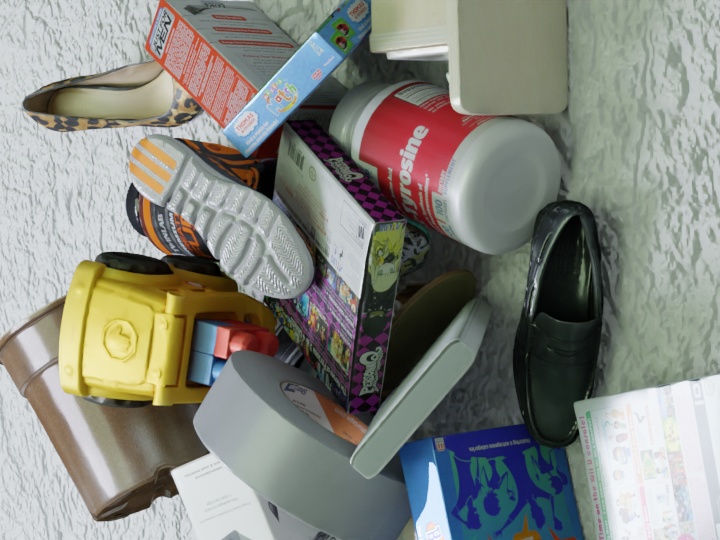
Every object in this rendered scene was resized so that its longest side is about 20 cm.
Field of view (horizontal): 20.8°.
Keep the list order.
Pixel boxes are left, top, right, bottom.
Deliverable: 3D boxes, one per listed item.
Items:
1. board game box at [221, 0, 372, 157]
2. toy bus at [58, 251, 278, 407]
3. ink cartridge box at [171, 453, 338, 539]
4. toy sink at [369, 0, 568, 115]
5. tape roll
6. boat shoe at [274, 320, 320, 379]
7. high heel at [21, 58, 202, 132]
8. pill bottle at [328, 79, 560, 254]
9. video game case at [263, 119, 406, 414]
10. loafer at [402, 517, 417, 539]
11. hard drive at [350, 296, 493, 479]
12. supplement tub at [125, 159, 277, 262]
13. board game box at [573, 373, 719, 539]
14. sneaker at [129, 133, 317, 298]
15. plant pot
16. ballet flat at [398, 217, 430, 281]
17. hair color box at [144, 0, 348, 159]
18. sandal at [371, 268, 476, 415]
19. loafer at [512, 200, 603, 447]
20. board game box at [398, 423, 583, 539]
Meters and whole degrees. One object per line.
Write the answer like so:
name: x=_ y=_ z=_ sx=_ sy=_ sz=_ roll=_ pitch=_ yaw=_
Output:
board game box: x=-0.025 y=-0.195 z=1.687 sx=0.037 sy=0.200 sz=0.151 roll=44 pitch=132 yaw=-4
toy bus: x=-0.144 y=0.062 z=1.776 sx=0.191 sy=0.200 sz=0.137 roll=10 pitch=95 yaw=34
ink cartridge box: x=-0.067 y=0.245 z=1.761 sx=0.084 sy=0.145 sz=0.201 roll=-24 pitch=86 yaw=30
toy sink: x=0.086 y=-0.225 z=1.600 sx=0.112 sy=0.130 sz=0.201 roll=0 pitch=94 yaw=48
tape roll: x=-0.039 y=0.148 z=1.637 sx=0.200 sy=0.200 sz=0.066 roll=41 pitch=102 yaw=39
boat shoe: x=-0.080 y=0.130 z=1.864 sx=0.068 sy=0.071 sz=0.201 roll=43 pitch=116 yaw=39
high heel: x=-0.240 y=-0.178 z=1.960 sx=0.199 sy=0.142 sz=0.072 roll=-15 pitch=81 yaw=48
pill bottle: x=0.065 y=-0.095 z=1.643 sx=0.200 sy=0.112 sz=0.113 roll=27 pitch=113 yaw=47
video game case: x=-0.026 y=-0.006 z=1.669 sx=0.200 sy=0.036 sz=0.182 roll=-131 pitch=42 yaw=-53
loafer: x=0.082 y=0.251 z=1.690 sx=0.070 sy=0.075 sz=0.201 roll=-52 pitch=46 yaw=43
hard drive: x=0.053 y=0.092 z=1.599 sx=0.026 sy=0.200 sz=0.132 roll=40 pitch=102 yaw=1
supplement tub: x=-0.142 y=-0.060 z=1.887 sx=0.199 sy=0.107 sz=0.108 roll=4 pitch=96 yaw=48
board game box: x=0.263 y=0.155 z=1.477 sx=0.199 sy=0.064 sz=0.148 roll=-15 pitch=80 yaw=47
sneaker: x=-0.099 y=-0.057 z=1.697 sx=0.200 sy=0.112 sz=0.078 roll=42 pitch=112 yaw=15
plant pot: x=-0.237 y=0.131 z=1.959 sx=0.200 sy=0.200 sz=0.199 roll=-38 pitch=74 yaw=43
ballet flat: x=0.000 y=0.000 z=1.732 sx=0.200 sy=0.072 sz=0.073 roll=-13 pitch=83 yaw=64
hair color box: x=-0.102 y=-0.180 z=1.829 sx=0.200 sy=0.110 sz=0.064 roll=47 pitch=125 yaw=37
sandal: x=0.027 y=0.054 z=1.729 sx=0.070 sy=0.077 sz=0.212 roll=58 pitch=138 yaw=34
loafer: x=0.160 y=0.045 z=1.570 sx=0.070 sy=0.068 sz=0.202 roll=-116 pitch=29 yaw=-84
board game box: x=0.116 y=0.228 z=1.581 sx=0.045 sy=0.152 sz=0.201 roll=-20 pitch=79 yaw=46
